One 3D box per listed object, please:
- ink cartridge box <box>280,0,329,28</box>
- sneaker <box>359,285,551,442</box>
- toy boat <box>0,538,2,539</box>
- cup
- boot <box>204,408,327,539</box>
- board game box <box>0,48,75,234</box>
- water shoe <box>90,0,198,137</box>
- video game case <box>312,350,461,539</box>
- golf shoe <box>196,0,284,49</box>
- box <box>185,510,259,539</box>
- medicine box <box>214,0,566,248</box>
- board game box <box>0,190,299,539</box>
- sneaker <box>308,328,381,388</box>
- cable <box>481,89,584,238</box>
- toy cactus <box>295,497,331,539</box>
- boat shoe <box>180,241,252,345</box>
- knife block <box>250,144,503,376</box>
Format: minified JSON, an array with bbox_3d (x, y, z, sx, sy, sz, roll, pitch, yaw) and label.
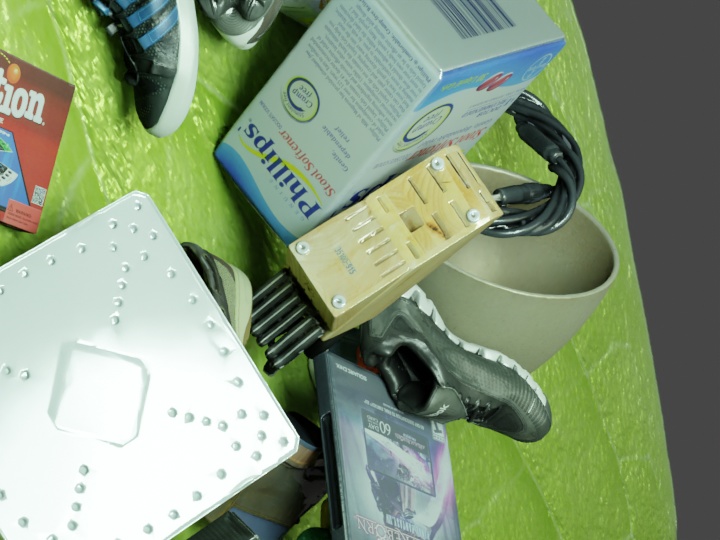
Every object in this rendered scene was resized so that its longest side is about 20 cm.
[{"bbox_3d":[0.021,-0.269,1.535,0.200,0.047,0.199,25,76,-58],"label":"ink cartridge box"},{"bbox_3d":[0.069,0.092,1.520,0.200,0.066,0.091,39,41,-22],"label":"sneaker"},{"bbox_3d":[-0.165,0.139,1.282,0.130,0.130,0.201,-15,111,-54],"label":"toy boat"},{"bbox_3d":[0.101,0.021,1.627,0.200,0.200,0.144,-28,143,-50],"label":"cup"},{"bbox_3d":[-0.063,0.167,1.528,0.097,0.075,0.200,-49,156,1],"label":"boot"},{"bbox_3d":[-0.256,-0.096,1.183,0.200,0.019,0.103,24,78,-56],"label":"board game box"},{"bbox_3d":[-0.155,-0.188,1.287,0.079,0.071,0.201,-6,107,-27],"label":"water shoe"},{"bbox_3d":[0.025,0.172,1.468,0.143,0.019,0.201,28,43,-42],"label":"video game case"},{"bbox_3d":[-0.073,-0.253,1.385,0.095,0.077,0.201,84,22,-69],"label":"golf shoe"},{"bbox_3d":[-0.131,0.301,1.395,0.193,0.047,0.201,-33,129,-16],"label":"box"},{"bbox_3d":[0.022,-0.129,1.430,0.182,0.103,0.200,-23,159,-52],"label":"medicine box"},{"bbox_3d":[-0.168,0.080,1.219,0.200,0.026,0.201,-32,91,-27],"label":"board game box"},{"bbox_3d":[0.027,0.127,1.612,0.075,0.084,0.200,-59,142,-28],"label":"sneaker"},{"bbox_3d":[0.116,-0.110,1.623,0.200,0.163,0.051,-67,179,-50],"label":"cable"},{"bbox_3d":[-0.047,0.255,1.505,0.164,0.103,0.200,-13,153,-36],"label":"toy cactus"},{"bbox_3d":[-0.117,0.063,1.352,0.065,0.073,0.201,40,27,-34],"label":"boat shoe"},{"bbox_3d":[0.000,0.000,1.444,0.200,0.064,0.176,-33,173,-8],"label":"knife block"}]
